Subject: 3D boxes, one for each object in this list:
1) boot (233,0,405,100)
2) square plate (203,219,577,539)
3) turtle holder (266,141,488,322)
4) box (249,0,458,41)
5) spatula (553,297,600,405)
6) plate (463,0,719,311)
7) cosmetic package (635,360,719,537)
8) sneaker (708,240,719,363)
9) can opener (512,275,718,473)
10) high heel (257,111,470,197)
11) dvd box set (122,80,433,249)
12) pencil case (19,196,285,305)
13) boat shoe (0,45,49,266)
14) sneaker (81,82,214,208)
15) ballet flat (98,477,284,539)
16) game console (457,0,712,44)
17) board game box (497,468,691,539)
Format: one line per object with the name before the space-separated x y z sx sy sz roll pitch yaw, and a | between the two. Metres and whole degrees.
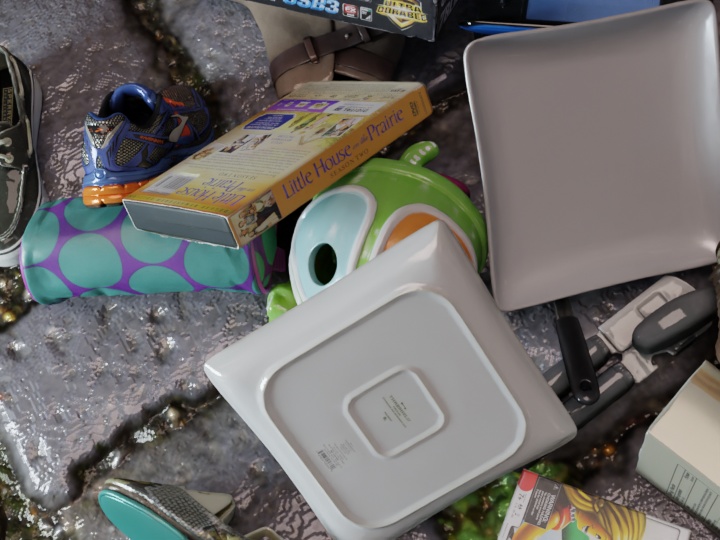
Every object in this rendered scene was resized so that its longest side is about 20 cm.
boot | -0.061 -0.211 1.075 0.199 0.070 0.147 -2 69 9
square plate | 0.025 0.095 0.863 0.198 0.200 0.028 -31 21 8
turtle holder | 0.000 -0.007 0.926 0.185 0.141 0.132 7 51 27
box | 0.000 -0.277 1.027 0.198 0.050 0.200 15 45 15
spatula | 0.153 0.022 0.933 0.056 0.021 0.201 -8 49 1
plate | 0.175 -0.086 0.911 0.199 0.032 0.201 -12 106 -13
cosmetic package | 0.291 0.160 0.841 0.200 0.105 0.071 39 76 20
sneaker | 0.275 0.015 0.876 0.075 0.200 0.071 41 121 14
can opener | 0.178 0.071 0.921 0.200 0.066 0.053 -38 68 -2
high heel | -0.006 -0.093 1.019 0.199 0.068 0.097 5 59 7
dvd box set | -0.062 -0.085 0.924 0.200 0.030 0.146 -38 29 -30
pencil case | -0.167 -0.018 0.995 0.199 0.093 0.085 -2 65 10
boat shoe | -0.316 -0.102 1.071 0.070 0.064 0.201 -11 66 5
sneaker | -0.171 -0.119 1.008 0.075 0.079 0.200 -1 25 9
ballet flat | -0.102 0.206 0.915 0.200 0.072 0.072 32 76 20
game console | 0.192 -0.237 1.017 0.199 0.118 0.171 7 69 11
board game box | 0.140 0.255 0.862 0.126 0.035 0.201 18 71 15
